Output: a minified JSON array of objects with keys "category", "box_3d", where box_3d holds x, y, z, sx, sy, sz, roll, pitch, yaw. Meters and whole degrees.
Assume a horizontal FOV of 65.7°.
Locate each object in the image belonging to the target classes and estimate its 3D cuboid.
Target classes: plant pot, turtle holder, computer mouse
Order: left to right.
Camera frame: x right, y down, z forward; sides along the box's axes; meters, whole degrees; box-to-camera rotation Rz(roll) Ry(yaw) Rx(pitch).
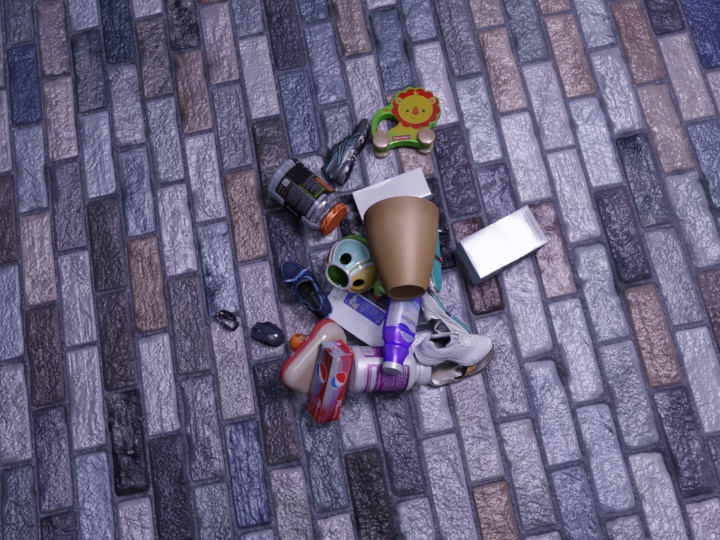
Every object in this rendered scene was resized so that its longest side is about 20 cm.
[{"category":"computer mouse","box_3d":[-0.292,0.149,1.468,0.198,0.034,0.059,19,81,7]},{"category":"turtle holder","box_3d":[-0.008,0.003,1.412,0.186,0.141,0.131,50,43,4]},{"category":"plant pot","box_3d":[0.103,-0.040,1.313,0.184,0.187,0.202,-4,66,2]}]

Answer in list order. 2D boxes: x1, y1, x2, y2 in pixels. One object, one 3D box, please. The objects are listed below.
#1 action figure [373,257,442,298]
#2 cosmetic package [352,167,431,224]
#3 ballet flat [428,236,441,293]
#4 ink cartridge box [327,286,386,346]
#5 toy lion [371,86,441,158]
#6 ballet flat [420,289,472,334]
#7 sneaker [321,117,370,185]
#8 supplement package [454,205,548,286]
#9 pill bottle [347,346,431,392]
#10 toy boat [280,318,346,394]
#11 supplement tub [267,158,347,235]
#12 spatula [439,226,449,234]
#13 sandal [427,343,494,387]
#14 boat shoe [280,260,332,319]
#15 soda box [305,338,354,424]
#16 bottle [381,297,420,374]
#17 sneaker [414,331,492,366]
[{"category":"action figure","box_3d":[0.133,0.039,1.452,0.198,0.065,0.100,-26,70,-3]},{"category":"cosmetic package","box_3d":[0.084,-0.201,1.510,0.198,0.051,0.083,-20,77,-1]},{"category":"ballet flat","box_3d":[0.169,-0.024,1.411,0.063,0.076,0.202,-18,51,29]},{"category":"ink cartridge box","box_3d":[-0.002,0.121,1.458,0.199,0.039,0.100,34,83,10]},{"category":"toy lion","box_3d":[0.127,-0.419,1.550,0.197,0.069,0.194,-5,72,2]},{"category":"ballet flat","box_3d":[0.200,0.117,1.414,0.200,0.069,0.070,44,83,-14]},{"category":"sneaker","box_3d":[-0.037,-0.337,1.531,0.079,0.075,0.202,25,81,10]},{"category":"supplement package","box_3d":[0.361,-0.062,1.439,0.198,0.110,0.115,-27,79,-2]},{"category":"pill bottle","box_3d":[0.069,0.244,1.378,0.197,0.112,0.114,3,78,-16]},{"category":"toy boat","box_3d":[-0.132,0.204,1.420,0.200,0.131,0.130,-48,51,-6]},{"category":"supplement tub","box_3d":[-0.139,-0.192,1.483,0.200,0.123,0.123,41,83,10]},{"category":"spatula","box_3d":[0.143,-0.098,1.502,0.197,0.021,0.057,-6,77,1]},{"category":"sandal","box_3d":[0.251,0.234,1.415,0.198,0.055,0.083,-23,79,-2]},{"category":"boat shoe","box_3d":[-0.141,0.037,1.447,0.200,0.069,0.084,40,87,26]},{"category":"soda box","box_3d":[-0.075,0.272,1.361,0.063,0.070,0.202,-4,120,-34]},{"category":"bottle","box_3d":[0.092,0.144,1.331,0.083,0.065,0.202,33,58,-34]},{"category":"sneaker","box_3d":[0.234,0.185,1.353,0.197,0.087,0.075,-5,58,-16]}]
